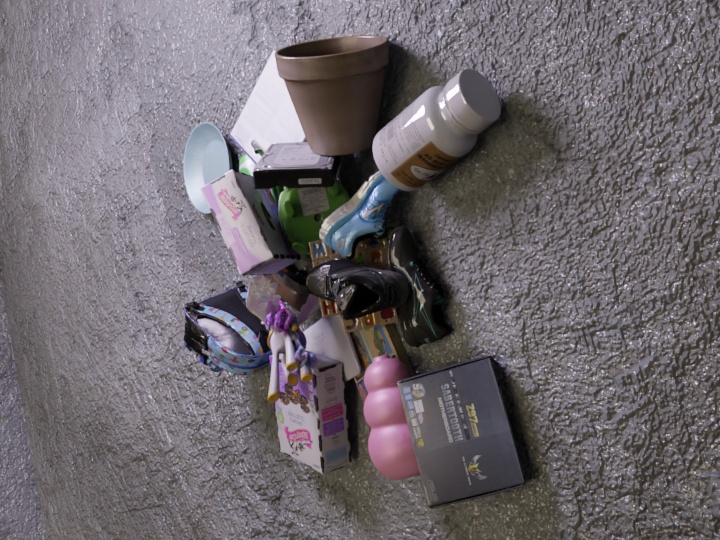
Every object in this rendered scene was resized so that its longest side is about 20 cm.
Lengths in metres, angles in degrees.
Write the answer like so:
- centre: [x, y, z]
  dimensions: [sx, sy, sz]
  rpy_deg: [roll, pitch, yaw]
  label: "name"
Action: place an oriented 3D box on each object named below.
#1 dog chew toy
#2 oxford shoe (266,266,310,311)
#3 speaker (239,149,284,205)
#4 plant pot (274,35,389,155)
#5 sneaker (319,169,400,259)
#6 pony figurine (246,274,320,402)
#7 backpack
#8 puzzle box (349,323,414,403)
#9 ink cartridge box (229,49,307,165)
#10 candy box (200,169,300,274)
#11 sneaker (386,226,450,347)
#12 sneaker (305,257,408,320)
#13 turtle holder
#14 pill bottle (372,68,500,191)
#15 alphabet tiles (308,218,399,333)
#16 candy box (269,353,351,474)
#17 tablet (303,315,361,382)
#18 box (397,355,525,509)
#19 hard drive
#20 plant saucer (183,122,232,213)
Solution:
- centre: [0.061, 0.243, 1.323]
  dimensions: [0.124, 0.123, 0.204]
  rpy_deg: [-21, 81, 47]
  label: "dog chew toy"
- centre: [-0.172, 0.019, 1.602]
  dimensions: [0.199, 0.072, 0.086]
  rpy_deg: [39, 124, 39]
  label: "oxford shoe"
- centre: [-0.188, -0.138, 1.593]
  dimensions: [0.088, 0.087, 0.204]
  rpy_deg: [-28, 74, 45]
  label: "speaker"
- centre: [-0.042, -0.300, 1.355]
  dimensions: [0.198, 0.198, 0.177]
  rpy_deg: [20, 125, 44]
  label: "plant pot"
- centre: [0.027, -0.097, 1.330]
  dimensions: [0.200, 0.078, 0.090]
  rpy_deg: [-43, 77, 2]
  label: "sneaker"
- centre: [-0.135, 0.105, 1.417]
  dimensions: [0.194, 0.163, 0.203]
  rpy_deg: [-58, 38, 42]
  label: "pony figurine"
- centre: [-0.251, 0.140, 1.635]
  dimensions: [0.199, 0.181, 0.137]
  rpy_deg: [33, 127, 27]
  label: "backpack"
- centre: [0.014, 0.129, 1.439]
  dimensions: [0.133, 0.025, 0.203]
  rpy_deg: [-43, 64, 43]
  label: "puzzle box"
- centre: [-0.156, -0.298, 1.544]
  dimensions: [0.200, 0.040, 0.202]
  rpy_deg: [47, 113, 34]
  label: "ink cartridge box"
- centre: [-0.195, -0.083, 1.431]
  dimensions: [0.071, 0.200, 0.170]
  rpy_deg: [-26, 86, 9]
  label: "candy box"
- centre: [0.100, 0.023, 1.312]
  dimensions: [0.078, 0.075, 0.204]
  rpy_deg: [-12, 91, 34]
  label: "sneaker"
- centre: [-0.030, 0.028, 1.290]
  dimensions: [0.197, 0.113, 0.078]
  rpy_deg: [12, 104, 35]
  label: "sneaker"
- centre: [-0.073, -0.096, 1.448]
  dimensions: [0.141, 0.186, 0.132]
  rpy_deg: [-43, 22, 3]
  label: "turtle holder"
- centre: [0.118, -0.218, 1.220]
  dimensions: [0.199, 0.113, 0.116]
  rpy_deg: [-34, 70, 44]
  label: "pill bottle"
- centre: [0.000, 0.000, 1.371]
  dimensions: [0.163, 0.006, 0.204]
  rpy_deg: [-11, 89, 6]
  label: "alphabet tiles"
- centre: [-0.098, 0.268, 1.520]
  dimensions: [0.166, 0.071, 0.205]
  rpy_deg: [7, 105, 54]
  label: "candy box"
- centre: [-0.066, 0.162, 1.518]
  dimensions: [0.200, 0.013, 0.132]
  rpy_deg: [-38, 67, 54]
  label: "tablet"
- centre: [0.157, 0.250, 1.221]
  dimensions: [0.155, 0.051, 0.204]
  rpy_deg: [-16, 81, 12]
  label: "box"
- centre: [-0.107, -0.190, 1.387]
  dimensions: [0.136, 0.201, 0.039]
  rpy_deg: [-1, 111, 4]
  label: "hard drive"
- centre: [-0.339, -0.233, 1.785]
  dimensions: [0.199, 0.038, 0.206]
  rpy_deg: [7, 99, 47]
  label: "plant saucer"
